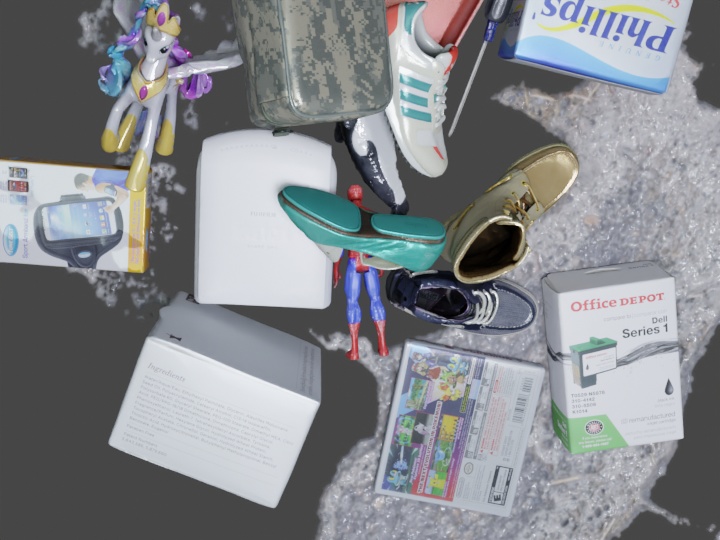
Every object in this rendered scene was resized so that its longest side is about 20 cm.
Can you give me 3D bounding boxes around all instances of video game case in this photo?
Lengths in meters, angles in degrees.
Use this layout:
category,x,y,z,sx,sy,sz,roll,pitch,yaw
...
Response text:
category,x,y,z,sx,sy,sz,roll,pitch,yaw
video game case,0.122,0.199,1.204,0.178,0.023,0.204,11,102,-4

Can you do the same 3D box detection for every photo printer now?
category,x,y,z,sx,sy,sz,roll,pitch,yaw
photo printer,-0.110,-0.061,1.116,0.163,0.070,0.204,3,102,-3

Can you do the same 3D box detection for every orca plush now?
category,x,y,z,sx,sy,sz,roll,pitch,yaw
orca plush,0.006,-0.158,1.119,0.070,0.105,0.202,-3,121,44

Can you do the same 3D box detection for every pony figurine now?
category,x,y,z,sx,sy,sz,roll,pitch,yaw
pony figurine,-0.212,-0.213,1.037,0.164,0.194,0.202,22,120,-3

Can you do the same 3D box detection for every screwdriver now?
category,x,y,z,sx,sy,sz,roll,pitch,yaw
screwdriver,0.141,-0.247,1.101,0.029,0.028,0.203,2,118,-28

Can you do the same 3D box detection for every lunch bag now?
category,x,y,z,sx,sy,sz,roll,pitch,yaw
lunch bag,-0.065,-0.248,0.993,0.137,0.167,0.204,-11,97,-33

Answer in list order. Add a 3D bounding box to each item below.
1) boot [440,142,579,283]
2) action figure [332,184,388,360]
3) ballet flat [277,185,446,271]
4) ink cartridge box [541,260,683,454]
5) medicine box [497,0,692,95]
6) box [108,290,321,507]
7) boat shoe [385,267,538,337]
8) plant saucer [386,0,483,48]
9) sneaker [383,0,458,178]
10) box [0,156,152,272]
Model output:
category,x,y,z,sx,sy,sz,roll,pitch,yaw
boot,0.176,-0.065,1.082,0.198,0.156,0.073,-34,101,5
action figure,0.000,0.000,1.145,0.064,0.052,0.204,-4,97,-7
ballet flat,-0.003,-0.036,1.070,0.196,0.068,0.071,13,124,-10
ink cartridge box,0.303,0.103,1.158,0.143,0.084,0.204,-8,103,-1
medicine box,0.267,-0.314,1.060,0.178,0.103,0.204,12,101,-4
box,-0.156,0.138,1.090,0.197,0.199,0.133,22,101,-6
boat shoe,0.131,0.044,1.121,0.196,0.093,0.076,9,98,-16
plant saucer,0.052,-0.353,1.078,0.197,0.037,0.202,30,100,-8
sneaker,0.072,-0.200,1.059,0.092,0.071,0.202,-16,112,23
box,-0.346,-0.066,1.123,0.196,0.042,0.122,3,102,-5
